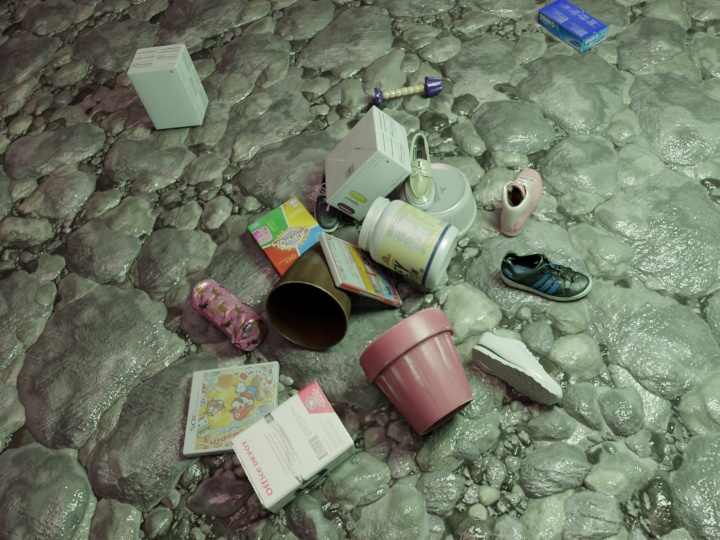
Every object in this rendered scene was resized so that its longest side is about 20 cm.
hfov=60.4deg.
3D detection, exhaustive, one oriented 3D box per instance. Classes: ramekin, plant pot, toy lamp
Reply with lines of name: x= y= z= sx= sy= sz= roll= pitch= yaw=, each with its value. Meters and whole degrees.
ramekin: x=0.181 y=-0.167 z=1.486 sx=0.195 sy=0.095 sz=0.208 roll=-5 pitch=54 yaw=7
plant pot: x=-0.092 y=0.032 z=1.368 sx=0.180 sy=0.191 sz=0.203 roll=4 pitch=40 yaw=14
plant pot: x=0.120 y=0.202 z=1.190 sx=0.196 sy=0.201 sz=0.182 roll=-28 pitch=69 yaw=-10
toy lamp: x=0.138 y=-0.512 z=1.765 sx=0.193 sy=0.059 sz=0.060 roll=-11 pitch=53 yaw=7

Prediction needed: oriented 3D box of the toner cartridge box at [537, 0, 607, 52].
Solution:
toner cartridge box: x=0.622 y=-0.725 z=1.823 sx=0.093 sy=0.044 sz=0.202 roll=-29 pitch=54 yaw=-8

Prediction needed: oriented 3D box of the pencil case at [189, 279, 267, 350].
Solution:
pencil case: x=-0.303 y=0.098 z=1.408 sx=0.197 sy=0.086 sz=0.085 roll=33 pitch=97 yaw=30

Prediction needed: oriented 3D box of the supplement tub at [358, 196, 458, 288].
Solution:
supplement tub: x=0.106 y=-0.066 z=1.379 sx=0.195 sy=0.147 sz=0.147 roll=26 pitch=62 yaw=14

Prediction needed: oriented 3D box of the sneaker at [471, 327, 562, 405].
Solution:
sneaker: x=0.318 y=0.185 z=1.227 sx=0.197 sy=0.078 sz=0.080 roll=33 pitch=57 yaw=28

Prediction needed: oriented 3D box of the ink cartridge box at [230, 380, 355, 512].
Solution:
ink cartridge box: x=-0.127 y=0.337 z=1.185 sx=0.197 sy=0.085 sz=0.146 roll=-33 pitch=66 yaw=-13

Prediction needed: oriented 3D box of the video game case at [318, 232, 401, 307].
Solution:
video game case: x=0.000 y=0.000 z=1.360 sx=0.017 sy=0.197 sz=0.146 roll=-43 pitch=49 yaw=25

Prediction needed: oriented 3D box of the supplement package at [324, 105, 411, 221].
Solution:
supplement package: x=0.014 y=-0.253 z=1.488 sx=0.199 sy=0.109 sz=0.160 roll=-40 pitch=39 yaw=36

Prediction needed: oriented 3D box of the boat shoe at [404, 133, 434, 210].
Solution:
boat shoe: x=0.134 y=-0.232 z=1.444 sx=0.069 sy=0.063 sz=0.205 roll=-6 pitch=54 yaw=7

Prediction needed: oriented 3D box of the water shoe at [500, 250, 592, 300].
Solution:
water shoe: x=0.397 y=0.009 z=1.327 sx=0.193 sy=0.080 sz=0.073 roll=9 pitch=56 yaw=17

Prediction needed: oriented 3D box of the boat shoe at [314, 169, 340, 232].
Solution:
boat shoe: x=-0.075 y=-0.192 z=1.572 sx=0.072 sy=0.063 sz=0.205 roll=11 pitch=56 yaw=-3

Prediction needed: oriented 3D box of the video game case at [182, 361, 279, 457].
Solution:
video game case: x=-0.268 y=0.289 z=1.301 sx=0.193 sy=0.023 sz=0.187 roll=-7 pitch=54 yaw=6

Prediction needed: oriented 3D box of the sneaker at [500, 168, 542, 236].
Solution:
sneaker: x=0.381 y=-0.188 z=1.455 sx=0.073 sy=0.106 sz=0.203 roll=15 pitch=58 yaw=23

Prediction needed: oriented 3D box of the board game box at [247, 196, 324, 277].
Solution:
board game box: x=-0.170 y=-0.075 z=1.526 sx=0.151 sy=0.041 sz=0.201 roll=-33 pitch=55 yaw=-12

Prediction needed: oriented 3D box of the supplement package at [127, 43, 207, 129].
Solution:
supplement package: x=-0.562 y=-0.538 z=1.825 sx=0.150 sy=0.203 sz=0.114 roll=-3 pitch=52 yaw=10
